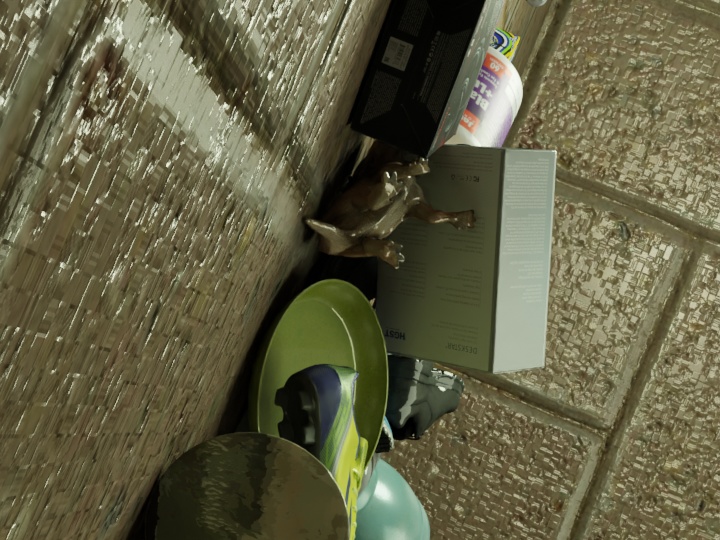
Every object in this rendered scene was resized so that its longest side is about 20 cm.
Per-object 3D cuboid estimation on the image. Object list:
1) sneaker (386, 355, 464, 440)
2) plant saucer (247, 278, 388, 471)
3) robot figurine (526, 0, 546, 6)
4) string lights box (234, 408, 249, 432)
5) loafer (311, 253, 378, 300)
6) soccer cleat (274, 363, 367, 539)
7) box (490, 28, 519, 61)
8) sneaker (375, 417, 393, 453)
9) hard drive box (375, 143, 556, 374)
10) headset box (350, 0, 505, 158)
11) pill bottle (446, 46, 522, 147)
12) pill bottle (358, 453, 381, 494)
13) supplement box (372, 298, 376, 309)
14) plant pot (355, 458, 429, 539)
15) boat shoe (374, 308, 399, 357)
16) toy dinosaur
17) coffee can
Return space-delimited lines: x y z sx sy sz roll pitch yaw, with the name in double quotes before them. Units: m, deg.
"sneaker" 0.056 0.143 1.707 0.200 0.076 0.091 30 70 -64
"plant saucer" -0.041 0.107 1.364 0.200 0.031 0.201 -11 104 -56
"robot figurine" 0.169 -0.349 1.547 0.200 0.112 0.170 -63 145 -42
"string lights box" -0.085 0.183 1.475 0.200 0.059 0.103 106 9 -49
"loafer" 0.000 0.000 1.513 0.201 0.070 0.068 -59 169 -58
"soccer cleat" -0.021 0.176 1.308 0.083 0.065 0.201 -12 102 -38
"box" 0.135 -0.222 1.959 0.070 0.064 0.200 106 8 -49
"sneaker" -0.011 0.110 1.559 0.200 0.078 0.090 66 28 -45
"hard drive box" 0.094 -0.016 1.447 0.077 0.155 0.201 -2 98 -43
"headset box" 0.066 -0.191 1.381 0.200 0.077 0.149 -41 153 -74
"pill bottle" 0.089 -0.137 1.616 0.112 0.111 0.200 106 8 -48
"pill bottle" -0.031 0.184 1.703 0.200 0.113 0.114 -57 168 -60
"supplement box" 0.096 -0.033 1.769 0.131 0.103 0.201 -54 165 -84
"plant pot" -0.027 0.294 1.915 0.201 0.199 0.135 -63 146 -40
"boat shoe" 0.089 0.041 1.560 0.200 0.060 0.076 -15 -105 50
"toy dinosaur" 0.004 -0.051 1.374 0.200 0.135 0.086 -33 110 -42
"coffee can" -0.089 0.229 1.181 0.200 0.146 0.147 102 12 -59
